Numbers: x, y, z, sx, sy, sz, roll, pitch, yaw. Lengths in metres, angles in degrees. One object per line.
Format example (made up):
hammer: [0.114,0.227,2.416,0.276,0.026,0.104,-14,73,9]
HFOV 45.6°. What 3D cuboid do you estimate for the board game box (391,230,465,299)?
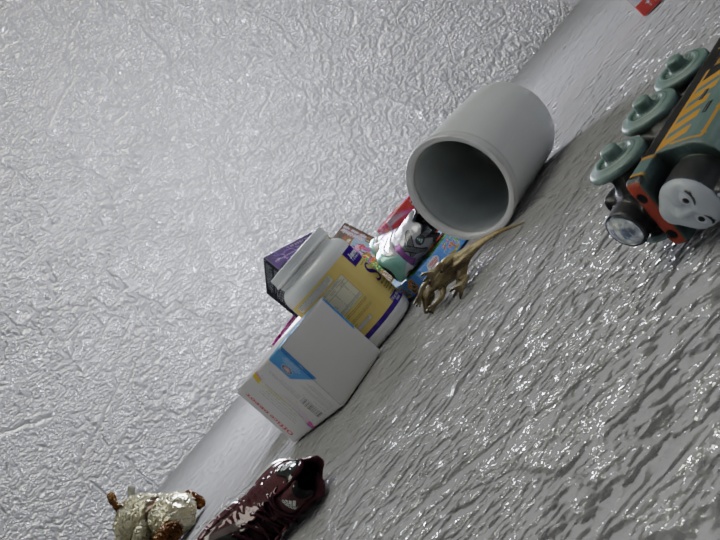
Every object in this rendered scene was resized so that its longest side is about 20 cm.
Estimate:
board game box: [0.114,-0.012,1.481,0.152,0.037,0.200,-51,4,-27]

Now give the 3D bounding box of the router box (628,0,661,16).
router box: [0.529,-0.600,1.553,0.200,0.179,0.049,-46,3,34]

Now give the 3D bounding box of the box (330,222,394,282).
box: [0.000,0.000,1.658,0.199,0.039,0.137,28,76,41]

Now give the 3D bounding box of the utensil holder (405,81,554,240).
utensil holder: [0.185,-0.170,1.279,0.170,0.170,0.200,-44,4,48]

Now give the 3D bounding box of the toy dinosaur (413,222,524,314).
toy dinosaur: [0.124,-0.004,1.141,0.200,0.058,0.101,-46,4,36]

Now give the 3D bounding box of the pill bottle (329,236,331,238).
pill bottle: [-0.124,-0.061,3.383,0.111,0.200,0.111,-48,4,5]

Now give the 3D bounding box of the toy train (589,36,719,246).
toy train: [0.245,-0.100,0.599,0.200,0.085,0.114,-50,14,-24]

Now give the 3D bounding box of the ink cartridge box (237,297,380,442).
ink cartridge box: [-0.089,0.163,1.343,0.200,0.128,0.125,-43,6,49]

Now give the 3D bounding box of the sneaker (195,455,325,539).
sneaker: [-0.106,0.269,0.927,0.115,0.076,0.200,-39,9,50]

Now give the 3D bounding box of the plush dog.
plush dog: [-0.396,0.485,1.682,0.171,0.161,0.200,-17,18,21]

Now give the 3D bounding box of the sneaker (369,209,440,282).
sneaker: [0.089,-0.059,1.458,0.140,0.078,0.200,-47,14,5]

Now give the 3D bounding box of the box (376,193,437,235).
box: [0.142,-0.133,1.878,0.200,0.103,0.095,-48,4,-16]

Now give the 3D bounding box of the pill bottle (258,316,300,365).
pill bottle: [-0.125,0.183,1.641,0.200,0.116,0.116,-51,5,-26]

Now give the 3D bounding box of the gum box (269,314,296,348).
gum box: [-0.107,0.142,1.850,0.066,0.113,0.200,-46,5,30]

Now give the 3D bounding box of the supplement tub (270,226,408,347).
supplement tub: [-0.035,0.039,1.420,0.146,0.200,0.145,-48,4,5]

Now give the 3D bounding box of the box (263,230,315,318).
box: [-0.088,0.026,1.805,0.147,0.200,0.105,-30,-42,-32]
